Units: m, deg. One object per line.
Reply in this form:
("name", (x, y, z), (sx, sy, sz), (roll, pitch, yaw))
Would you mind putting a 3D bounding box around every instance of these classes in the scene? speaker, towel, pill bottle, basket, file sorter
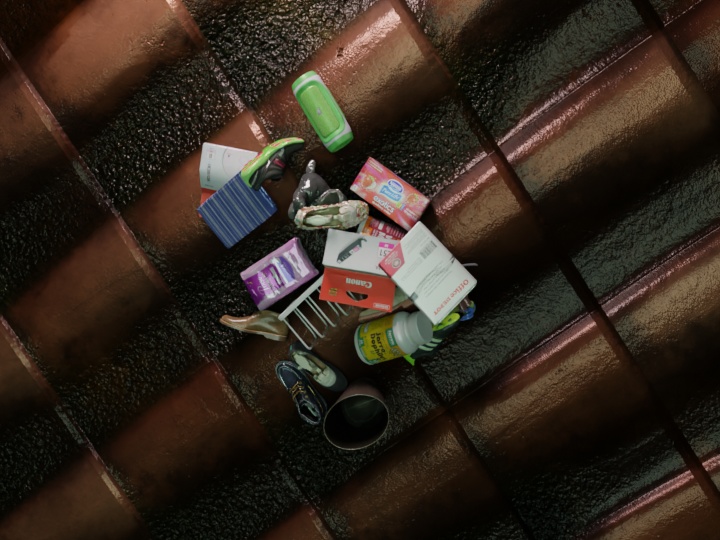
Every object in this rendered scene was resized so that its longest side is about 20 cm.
("speaker", (-0.099, -0.417, 1.639), (0.087, 0.088, 0.203), (-31, 93, 10))
("towel", (-0.339, -0.170, 1.711), (0.198, 0.024, 0.146), (-33, 103, 20))
("pill bottle", (0.089, 0.174, 1.646), (0.197, 0.112, 0.115), (-20, 95, 33))
("pill bottle", (0.083, -0.062, 1.650), (0.196, 0.110, 0.112), (22, 100, 4))
("basket", (-0.001, 0.373, 1.671), (0.177, 0.200, 0.139), (-23, 94, 8))
("file sorter", (-0.100, 0.093, 1.680), (0.199, 0.139, 0.125), (-42, 94, 10))

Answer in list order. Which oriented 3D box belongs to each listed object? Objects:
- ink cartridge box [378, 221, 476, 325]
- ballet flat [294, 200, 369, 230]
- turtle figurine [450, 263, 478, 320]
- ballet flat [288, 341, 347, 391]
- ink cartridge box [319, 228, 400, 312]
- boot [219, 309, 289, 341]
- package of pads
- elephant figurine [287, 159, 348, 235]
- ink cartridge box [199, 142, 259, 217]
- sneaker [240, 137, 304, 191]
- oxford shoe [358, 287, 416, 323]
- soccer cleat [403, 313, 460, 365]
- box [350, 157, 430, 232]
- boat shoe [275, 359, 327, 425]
("ink cartridge box", (0.159, 0.008, 1.486), (0.145, 0.084, 0.200), (-44, 86, 1))
("ballet flat", (-0.069, -0.133, 1.575), (0.195, 0.064, 0.078), (-10, 106, -7))
("turtle figurine", (0.203, 0.042, 1.610), (0.192, 0.202, 0.144), (32, 124, -19))
("ballet flat", (-0.123, 0.278, 1.741), (0.199, 0.073, 0.074), (39, 100, 0))
("ink cartridge box", (0.000, 0.000, 1.567), (0.195, 0.044, 0.178), (10, 81, 3))
("boot", (-0.296, 0.142, 1.748), (0.195, 0.074, 0.078), (12, 92, -4))
("package of pads", (-0.223, 0.008, 1.715), (0.197, 0.076, 0.122), (-32, 90, 10))
("elephant figurine", (-0.083, -0.162, 1.656), (0.196, 0.143, 0.157), (23, 132, 0))
("ink cartridge box", (-0.367, -0.236, 1.715), (0.158, 0.057, 0.205), (11, 94, 5))
("sneaker", (-0.230, -0.288, 1.665), (0.199, 0.076, 0.085), (-39, 119, -14))
("oxford shoe", (0.081, 0.089, 1.703), (0.196, 0.071, 0.075), (-21, 69, 10))
("soccer cleat", (0.198, 0.186, 1.693), (0.198, 0.068, 0.081), (-34, 109, 20))
("box", (0.080, -0.200, 1.639), (0.198, 0.095, 0.101), (36, 99, 1))
("boat shoe", (-0.170, 0.340, 1.743), (0.071, 0.091, 0.201), (-43, 91, 10))
